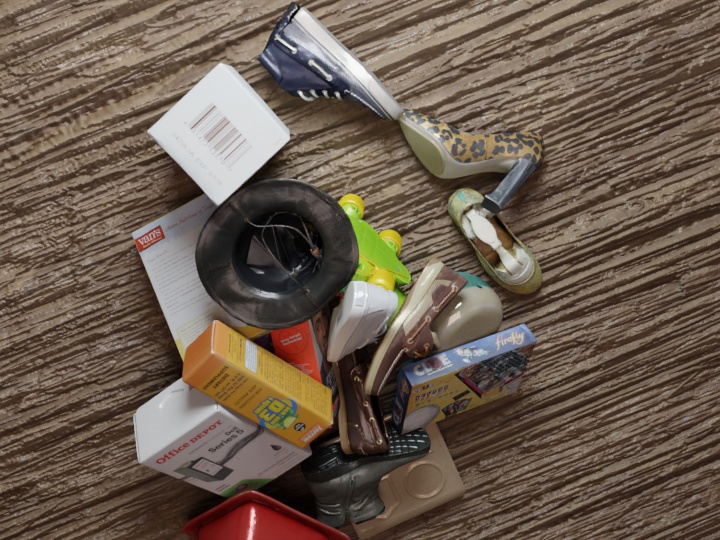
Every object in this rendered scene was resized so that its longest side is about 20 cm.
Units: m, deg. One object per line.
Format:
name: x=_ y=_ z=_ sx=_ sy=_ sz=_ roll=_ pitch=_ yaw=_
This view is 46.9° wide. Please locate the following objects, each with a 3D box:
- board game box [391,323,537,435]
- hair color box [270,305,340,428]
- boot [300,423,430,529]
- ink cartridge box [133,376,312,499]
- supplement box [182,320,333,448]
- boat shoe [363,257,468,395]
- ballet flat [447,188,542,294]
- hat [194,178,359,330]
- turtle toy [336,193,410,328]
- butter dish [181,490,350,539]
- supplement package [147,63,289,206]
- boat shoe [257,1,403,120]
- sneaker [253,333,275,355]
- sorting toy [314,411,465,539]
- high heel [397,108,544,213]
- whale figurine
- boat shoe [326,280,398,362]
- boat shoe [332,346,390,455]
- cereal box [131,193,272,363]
board game box: x=0.146 y=0.156 z=1.189 sx=0.199 sy=0.035 sz=0.136 roll=-16 pitch=143 yaw=-19
hair color box: x=-0.075 y=0.110 z=1.163 sx=0.061 sy=0.102 sz=0.201 roll=-7 pitch=109 yaw=15
boot: x=0.017 y=0.308 z=1.234 sx=0.199 sy=0.068 sz=0.131 roll=-16 pitch=120 yaw=2
ink cartridge box: x=-0.188 y=0.226 z=1.143 sx=0.145 sy=0.084 sz=0.200 roll=-35 pitch=137 yaw=17
supplement box: x=-0.127 y=0.148 z=1.064 sx=0.200 sy=0.069 sz=0.067 roll=34 pitch=115 yaw=-28
boat shoe: x=0.073 y=0.084 z=1.088 sx=0.072 sy=0.072 sz=0.200 roll=30 pitch=86 yaw=6
ballet flat: x=0.196 y=-0.032 z=1.182 sx=0.071 sy=0.071 sz=0.200 roll=-39 pitch=108 yaw=5
hat: x=-0.102 y=-0.032 z=1.023 sx=0.200 sy=0.081 sz=0.201 roll=-1 pitch=116 yaw=-3
turtle toy: x=0.000 y=0.000 z=1.136 sx=0.200 sy=0.146 sz=0.101 roll=43 pitch=119 yaw=-17
butter dish: x=-0.147 y=0.430 z=1.195 sx=0.199 sy=0.148 sz=0.200 roll=34 pitch=132 yaw=-25
supplement package: x=-0.165 y=-0.170 z=1.013 sx=0.117 sy=0.200 sz=0.117 roll=-43 pitch=102 yaw=5
boat shoe: x=-0.042 y=-0.247 z=1.085 sx=0.200 sy=0.075 sz=0.093 roll=43 pitch=104 yaw=-10
sneaker: x=-0.146 y=0.056 z=1.159 sx=0.114 sy=0.073 sz=0.201 roll=-42 pitch=108 yaw=2
sorting toy: x=0.048 y=0.306 z=1.285 sx=0.185 sy=0.036 sz=0.200 roll=-24 pitch=113 yaw=0
high heel: x=0.154 y=-0.186 z=1.148 sx=0.200 sy=0.071 sz=0.143 roll=40 pitch=66 yaw=2
whale figurine: x=0.114 y=0.085 z=1.199 sx=0.159 sy=0.104 sz=0.200 roll=-1 pitch=134 yaw=-39
boat shoe: x=0.001 y=0.069 z=1.074 sx=0.068 sy=0.072 sz=0.200 roll=10 pitch=148 yaw=-9
boat shoe: x=0.004 y=0.160 z=1.183 sx=0.070 sy=0.070 sz=0.201 roll=-9 pitch=88 yaw=24
cereal box: x=-0.201 y=0.009 z=1.095 sx=0.144 sy=0.040 sz=0.201 roll=-25 pitch=81 yaw=12
